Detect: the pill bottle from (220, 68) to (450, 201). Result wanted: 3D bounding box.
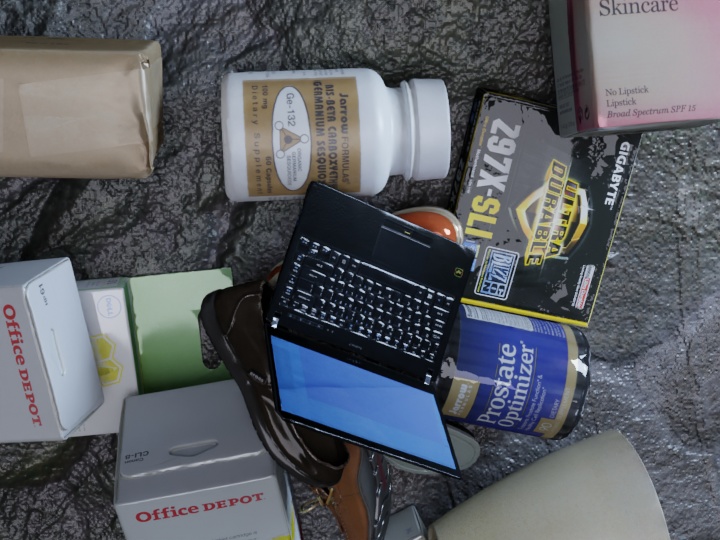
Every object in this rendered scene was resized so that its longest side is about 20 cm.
[{"bbox_3d":[-0.023,-0.122,1.058,0.198,0.114,0.115,-3,106,-4],"label":"pill bottle"}]

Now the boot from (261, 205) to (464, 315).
[{"bbox_3d":[0.000,0.000,1.082,0.199,0.107,0.076,-22,92,10],"label":"boot"}]

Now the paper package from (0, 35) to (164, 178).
[{"bbox_3d":[-0.267,-0.141,0.991,0.198,0.191,0.104,0,104,-6],"label":"paper package"}]

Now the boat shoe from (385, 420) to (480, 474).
[{"bbox_3d":[0.022,0.148,1.167,0.198,0.061,0.076,16,124,-11],"label":"boat shoe"}]

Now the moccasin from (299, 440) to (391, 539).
[{"bbox_3d":[-0.017,0.198,1.120,0.077,0.074,0.203,1,126,18],"label":"moccasin"}]

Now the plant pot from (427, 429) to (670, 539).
[{"bbox_3d":[0.172,0.267,1.138,0.198,0.187,0.189,-11,107,-8],"label":"plant pot"}]

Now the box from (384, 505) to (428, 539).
[{"bbox_3d":[0.067,0.353,1.225,0.082,0.068,0.201,-25,106,2],"label":"box"}]

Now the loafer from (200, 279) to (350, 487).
[{"bbox_3d":[-0.064,0.096,1.024,0.071,0.073,0.201,-31,94,22],"label":"loafer"}]

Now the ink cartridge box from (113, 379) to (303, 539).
[{"bbox_3d":[-0.135,0.224,1.105,0.144,0.145,0.201,-9,126,-2],"label":"ink cartridge box"}]

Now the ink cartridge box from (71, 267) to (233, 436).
[{"bbox_3d":[-0.217,0.079,1.135,0.198,0.048,0.147,-5,106,-1],"label":"ink cartridge box"}]

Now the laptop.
[{"bbox_3d":[0.020,0.047,0.992,0.176,0.103,0.202,22,82,-24],"label":"laptop"}]

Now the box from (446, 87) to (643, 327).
[{"bbox_3d":[0.165,-0.060,1.128,0.158,0.049,0.202,12,105,-6],"label":"box"}]

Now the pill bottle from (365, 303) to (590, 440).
[{"bbox_3d":[0.109,0.091,1.131,0.198,0.112,0.113,11,105,-9],"label":"pill bottle"}]

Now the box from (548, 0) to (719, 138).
[{"bbox_3d":[0.240,-0.222,1.031,0.127,0.109,0.202,-6,93,-6],"label":"box"}]

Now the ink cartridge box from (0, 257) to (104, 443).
[{"bbox_3d":[-0.347,0.076,1.069,0.198,0.085,0.146,-5,107,20],"label":"ink cartridge box"}]
